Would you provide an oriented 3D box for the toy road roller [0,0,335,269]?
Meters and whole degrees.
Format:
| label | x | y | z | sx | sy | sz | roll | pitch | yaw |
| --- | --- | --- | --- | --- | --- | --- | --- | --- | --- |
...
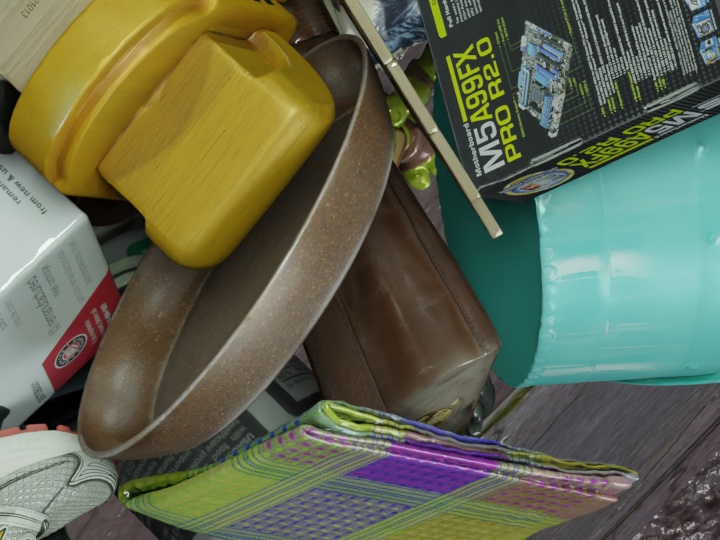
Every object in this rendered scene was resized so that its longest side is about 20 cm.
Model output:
| label | x | y | z | sx | sy | sz | roll | pitch | yaw |
| --- | --- | --- | --- | --- | --- | --- | --- | --- | --- |
| toy road roller | -0.073 | -0.073 | 1.195 | 0.123 | 0.146 | 0.200 | -50 | 164 | 13 |

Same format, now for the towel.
| label | x | y | z | sx | sy | sz | roll | pitch | yaw |
| --- | --- | --- | --- | --- | --- | --- | --- | --- | --- |
| towel | 0.009 | 0.098 | 1.326 | 0.200 | 0.023 | 0.143 | 13 | 153 | -38 |

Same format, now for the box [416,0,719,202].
| label | x | y | z | sx | sy | sz | roll | pitch | yaw |
| --- | --- | --- | --- | --- | --- | --- | --- | --- | --- |
| box | 0.092 | -0.149 | 1.243 | 0.160 | 0.201 | 0.044 | -25 | 163 | 36 |

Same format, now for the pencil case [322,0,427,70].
| label | x | y | z | sx | sy | sz | roll | pitch | yaw |
| --- | --- | --- | --- | --- | --- | --- | --- | --- | --- |
| pencil case | 0.071 | -0.152 | 1.355 | 0.199 | 0.078 | 0.090 | -16 | 125 | -2 |

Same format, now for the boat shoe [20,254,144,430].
| label | x | y | z | sx | sy | sz | roll | pitch | yaw |
| --- | --- | --- | --- | --- | --- | --- | --- | --- | --- |
| boat shoe | -0.164 | 0.068 | 1.409 | 0.200 | 0.062 | 0.075 | -32 | 166 | 9 |

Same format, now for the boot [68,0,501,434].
| label | x | y | z | sx | sy | sz | roll | pitch | yaw |
| --- | --- | --- | --- | --- | --- | --- | --- | --- | --- |
| boot | -0.037 | 0.005 | 1.326 | 0.064 | 0.200 | 0.186 | -15 | 164 | -48 |

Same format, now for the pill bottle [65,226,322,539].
| label | x | y | z | sx | sy | sz | roll | pitch | yaw |
| --- | --- | --- | --- | --- | --- | --- | --- | --- | --- |
| pill bottle | -0.070 | 0.082 | 1.474 | 0.113 | 0.200 | 0.113 | -41 | 162 | -16 |

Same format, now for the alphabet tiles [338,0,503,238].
| label | x | y | z | sx | sy | sz | roll | pitch | yaw |
| --- | --- | --- | --- | --- | --- | --- | --- | --- | --- |
| alphabet tiles | 0.000 | -0.101 | 1.202 | 0.006 | 0.167 | 0.200 | -33 | -155 | 2 |

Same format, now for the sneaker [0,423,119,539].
| label | x | y | z | sx | sy | sz | roll | pitch | yaw |
| --- | --- | --- | --- | --- | --- | --- | --- | --- | --- |
| sneaker | -0.175 | 0.138 | 1.259 | 0.200 | 0.082 | 0.078 | -36 | 163 | -35 |

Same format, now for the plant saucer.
| label | x | y | z | sx | sy | sz | roll | pitch | yaw |
| --- | --- | --- | --- | --- | --- | --- | --- | --- | --- |
| plant saucer | -0.045 | -0.003 | 1.210 | 0.200 | 0.034 | 0.200 | -49 | -161 | 24 |

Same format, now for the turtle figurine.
| label | x | y | z | sx | sy | sz | roll | pitch | yaw |
| --- | --- | --- | --- | --- | --- | --- | --- | --- | --- |
| turtle figurine | -0.002 | -0.054 | 1.566 | 0.200 | 0.064 | 0.161 | -57 | 173 | -5 |

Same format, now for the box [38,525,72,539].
| label | x | y | z | sx | sy | sz | roll | pitch | yaw |
| --- | --- | --- | --- | --- | --- | --- | --- | --- | --- |
| box | -0.187 | 0.174 | 1.296 | 0.159 | 0.200 | 0.049 | -18 | 131 | -16 |

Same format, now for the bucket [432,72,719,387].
| label | x | y | z | sx | sy | sz | roll | pitch | yaw |
| --- | --- | --- | --- | --- | --- | --- | --- | --- | --- |
| bucket | 0.122 | -0.041 | 1.433 | 0.134 | 0.208 | 0.207 | -8 | 152 | -12 |

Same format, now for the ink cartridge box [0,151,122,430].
| label | x | y | z | sx | sy | sz | roll | pitch | yaw |
| --- | --- | --- | --- | --- | --- | --- | --- | --- | --- |
| ink cartridge box | -0.203 | 0.042 | 1.255 | 0.200 | 0.083 | 0.146 | -44 | 165 | -11 |

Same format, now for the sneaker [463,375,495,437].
| label | x | y | z | sx | sy | sz | roll | pitch | yaw |
| --- | --- | --- | --- | --- | --- | --- | --- | --- | --- |
| sneaker | 0.000 | 0.000 | 1.456 | 0.071 | 0.200 | 0.098 | -25 | -146 | 37 |
